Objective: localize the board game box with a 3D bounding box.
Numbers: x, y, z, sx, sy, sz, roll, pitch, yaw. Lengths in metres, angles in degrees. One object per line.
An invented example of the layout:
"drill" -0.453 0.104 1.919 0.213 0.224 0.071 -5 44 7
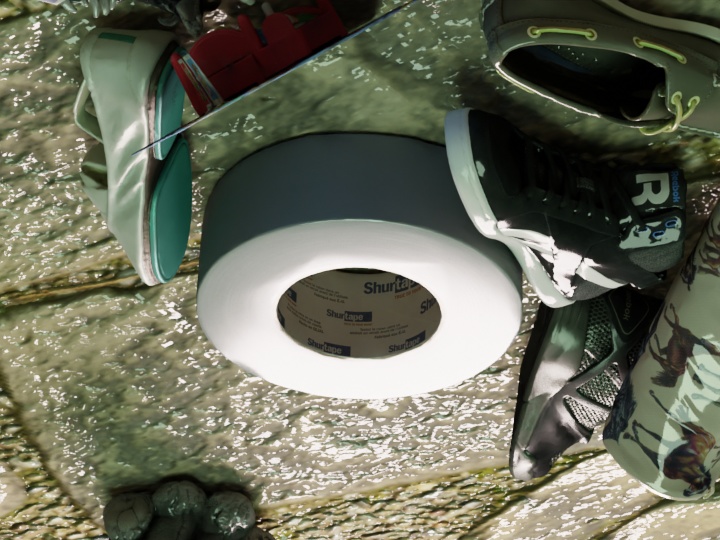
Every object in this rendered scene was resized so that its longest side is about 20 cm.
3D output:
"board game box" -0.052 -0.120 1.521 0.158 0.039 0.200 -30 -175 -14

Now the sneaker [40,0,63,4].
"sneaker" -0.142 -0.233 1.354 0.200 0.115 0.080 -58 150 10

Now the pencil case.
"pencil case" 0.219 0.045 1.729 0.089 0.078 0.201 23 117 -5

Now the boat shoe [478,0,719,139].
"boat shoe" 0.152 -0.108 1.584 0.201 0.061 0.072 21 142 -26

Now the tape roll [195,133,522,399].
"tape roll" 0.000 0.000 1.749 0.199 0.066 0.201 1 146 1

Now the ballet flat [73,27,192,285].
"ballet flat" -0.134 -0.072 1.663 0.069 0.070 0.200 3 142 -1

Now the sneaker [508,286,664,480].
"sneaker" 0.157 0.080 1.849 0.114 0.076 0.200 12 140 -3

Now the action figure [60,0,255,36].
"action figure" -0.105 -0.173 1.468 0.118 0.102 0.200 -14 143 3

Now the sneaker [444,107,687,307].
"sneaker" 0.130 -0.051 1.671 0.111 0.073 0.200 -15 151 18

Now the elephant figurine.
"elephant figurine" -0.134 0.262 2.024 0.141 0.201 0.155 -8 145 14
